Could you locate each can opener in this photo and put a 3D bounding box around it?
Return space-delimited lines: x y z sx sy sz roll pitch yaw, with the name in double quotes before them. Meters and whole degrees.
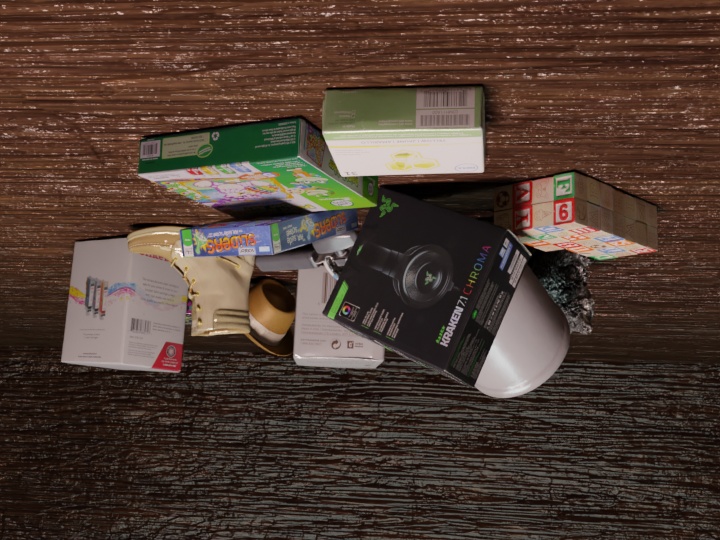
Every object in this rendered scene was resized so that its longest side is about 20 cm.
"can opener" -0.081 -0.040 1.364 0.196 0.054 0.067 -4 136 32

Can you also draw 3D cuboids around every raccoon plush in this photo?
"raccoon plush" 0.274 0.030 1.381 0.195 0.137 0.097 4 171 -14

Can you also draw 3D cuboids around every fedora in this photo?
"fedora" -0.178 0.074 1.759 0.082 0.202 0.200 -43 153 15

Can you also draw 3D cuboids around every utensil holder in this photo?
"utensil holder" 0.179 0.054 1.267 0.167 0.172 0.200 -6 141 37

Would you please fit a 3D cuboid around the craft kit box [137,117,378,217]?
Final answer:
"craft kit box" -0.106 -0.106 0.992 0.196 0.050 0.197 -3 171 25

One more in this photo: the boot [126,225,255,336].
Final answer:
"boot" -0.257 0.018 1.365 0.196 0.159 0.073 5 169 -17

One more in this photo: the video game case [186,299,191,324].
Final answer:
"video game case" -0.442 0.100 2.174 0.177 0.037 0.200 2 169 -8

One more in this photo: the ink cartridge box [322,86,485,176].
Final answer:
"ink cartridge box" 0.050 -0.114 0.876 0.142 0.049 0.200 0 163 9

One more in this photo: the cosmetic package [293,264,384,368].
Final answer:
"cosmetic package" -0.039 0.089 1.678 0.163 0.170 0.200 2 171 -2

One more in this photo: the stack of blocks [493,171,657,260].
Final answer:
"stack of blocks" 0.266 -0.061 1.108 0.198 0.060 0.114 12 166 -43

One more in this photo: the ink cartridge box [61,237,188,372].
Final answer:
"ink cartridge box" -0.383 0.058 1.490 0.142 0.205 0.144 -1 169 31

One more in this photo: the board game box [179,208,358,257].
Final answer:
"board game box" -0.107 -0.051 1.109 0.133 0.035 0.199 -2 -170 31

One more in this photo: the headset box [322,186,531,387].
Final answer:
"headset box" 0.073 0.014 1.076 0.198 0.177 0.092 22 174 35

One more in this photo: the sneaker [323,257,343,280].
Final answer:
"sneaker" 0.000 0.000 1.467 0.071 0.074 0.198 3 169 39
